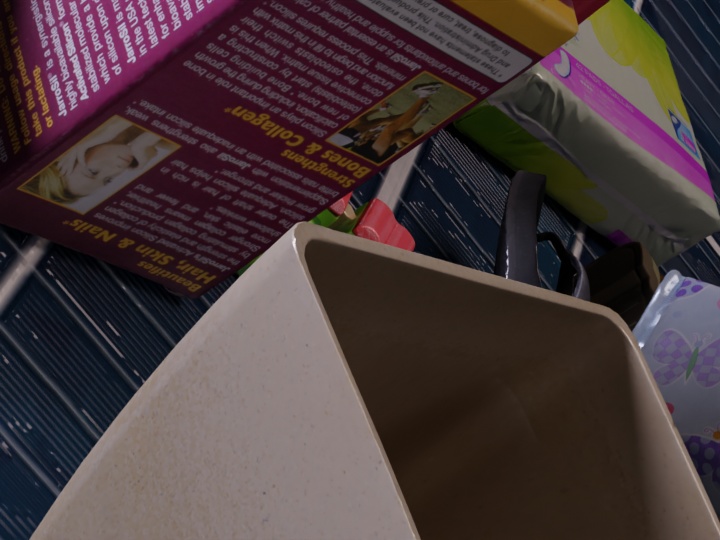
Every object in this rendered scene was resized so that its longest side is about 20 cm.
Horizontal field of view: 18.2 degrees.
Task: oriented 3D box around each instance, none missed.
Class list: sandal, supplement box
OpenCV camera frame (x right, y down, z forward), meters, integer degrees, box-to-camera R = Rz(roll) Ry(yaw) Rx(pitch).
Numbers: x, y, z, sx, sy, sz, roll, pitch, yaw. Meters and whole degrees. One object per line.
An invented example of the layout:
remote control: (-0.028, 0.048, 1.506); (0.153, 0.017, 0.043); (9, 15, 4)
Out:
sandal: (0.085, 0.041, 1.049); (0.076, 0.043, 0.201); (96, -4, -51)
supplement box: (-0.043, -0.093, 0.819); (0.131, 0.200, 0.104); (23, 41, -50)

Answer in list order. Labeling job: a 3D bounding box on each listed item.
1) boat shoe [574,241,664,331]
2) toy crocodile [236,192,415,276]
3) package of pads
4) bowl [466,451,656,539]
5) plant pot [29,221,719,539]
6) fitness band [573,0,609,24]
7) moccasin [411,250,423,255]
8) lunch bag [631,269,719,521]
boat shoe: (0.140, 0.049, 1.137); (0.068, 0.072, 0.200); (55, 24, -12)
toy crocodile: (0.000, 0.000, 0.955); (0.200, 0.062, 0.068); (50, 26, -17)
package of pads: (0.120, -0.111, 1.292); (0.200, 0.068, 0.155); (33, 35, -42)
bowl: (0.072, 0.164, 0.819); (0.094, 0.201, 0.201); (-47, 109, -19)
plant pot: (0.004, 0.128, 0.677); (0.199, 0.177, 0.201); (14, 48, -55)
fitness band: (0.055, -0.129, 1.040); (0.038, 0.200, 0.143); (59, 21, 18)
moccasin: (0.061, 0.079, 0.916); (0.200, 0.068, 0.080); (53, -16, -23)
lunch bag: (0.203, 0.115, 1.012); (0.127, 0.169, 0.200); (-48, 135, -28)
